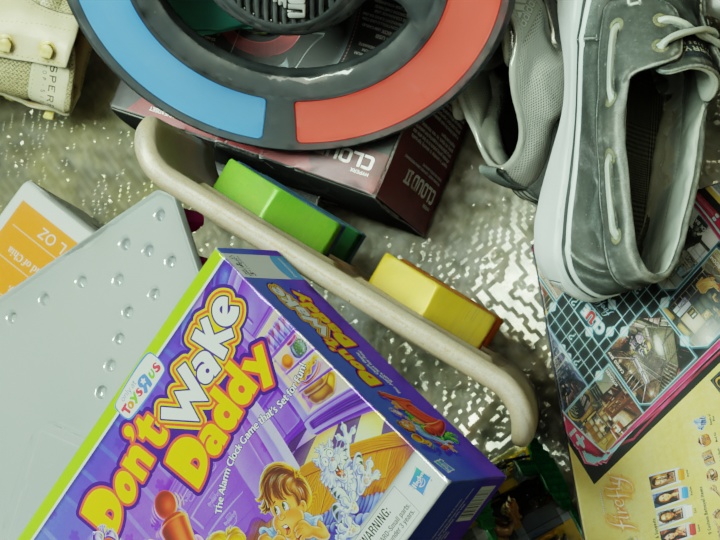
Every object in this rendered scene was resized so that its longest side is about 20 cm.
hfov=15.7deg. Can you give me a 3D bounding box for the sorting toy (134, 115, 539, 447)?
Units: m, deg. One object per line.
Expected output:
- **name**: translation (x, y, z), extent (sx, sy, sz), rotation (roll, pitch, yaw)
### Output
- **sorting toy**: translation (0.000, 0.000, 1.106), extent (0.200, 0.185, 0.036), rotation (36, 92, 4)

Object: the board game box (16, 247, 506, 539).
- **board game box**: translation (-0.055, 0.111, 1.000), extent (0.134, 0.045, 0.200), rotation (44, 110, 25)

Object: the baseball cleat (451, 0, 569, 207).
- **baseball cleat**: translation (0.094, -0.130, 1.173), extent (0.070, 0.106, 0.200), rotation (-3, 72, 39)

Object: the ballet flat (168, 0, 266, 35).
- **ballet flat**: translation (-0.028, -0.153, 1.173), extent (0.200, 0.076, 0.064), rotation (-11, 41, 14)

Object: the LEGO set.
- **LEGO set**: translation (0.036, 0.153, 1.089), extent (0.116, 0.200, 0.154), rotation (-31, 87, 15)

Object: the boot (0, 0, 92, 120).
- **boot**: translation (-0.216, -0.100, 1.260), extent (0.155, 0.073, 0.200), rotation (20, 55, 3)

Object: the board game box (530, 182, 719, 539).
- **board game box**: translation (0.153, 0.054, 1.109), extent (0.135, 0.035, 0.200), rotation (-18, 51, 15)

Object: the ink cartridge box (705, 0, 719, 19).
- **ink cartridge box**: translation (0.239, -0.192, 1.109), extent (0.083, 0.145, 0.200), rotation (23, 84, -11)

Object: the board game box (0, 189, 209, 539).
- **board game box**: translation (-0.117, 0.099, 1.098), extent (0.200, 0.026, 0.200), rotation (-33, 63, 27)

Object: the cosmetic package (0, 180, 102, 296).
- **cosmetic package**: translation (-0.170, 0.070, 1.237), extent (0.101, 0.071, 0.200), rotation (36, 91, 24)

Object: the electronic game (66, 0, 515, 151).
- **electronic game**: translation (-0.032, -0.135, 1.104), extent (0.200, 0.200, 0.042), rotation (-13, 34, 16)

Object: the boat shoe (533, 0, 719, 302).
- **boat shoe**: translation (0.128, -0.084, 1.123), extent (0.071, 0.072, 0.200), rotation (-1, 81, 51)

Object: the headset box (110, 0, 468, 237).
- **headset box**: translation (-0.015, -0.117, 1.227), extent (0.148, 0.075, 0.200), rotation (19, 83, 24)
